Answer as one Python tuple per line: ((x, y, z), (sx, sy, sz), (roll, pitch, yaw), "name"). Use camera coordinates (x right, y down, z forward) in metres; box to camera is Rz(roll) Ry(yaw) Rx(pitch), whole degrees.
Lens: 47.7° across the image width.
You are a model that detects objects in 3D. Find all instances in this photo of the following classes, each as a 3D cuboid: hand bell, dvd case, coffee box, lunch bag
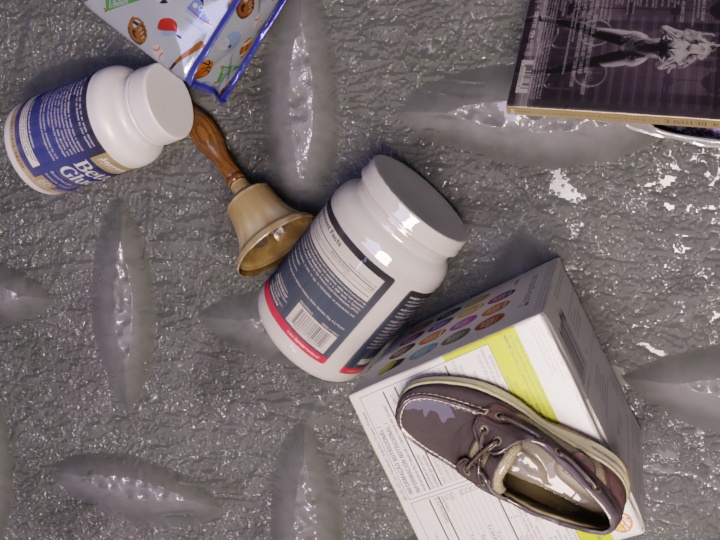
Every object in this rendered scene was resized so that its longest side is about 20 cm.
((-0.142, -0.104, 0.900), (0.104, 0.104, 0.202), (-41, 73, 23), "hand bell")
((0.238, -0.193, 0.716), (0.196, 0.016, 0.151), (7, 63, 19), "dvd case")
((0.137, 0.138, 0.776), (0.195, 0.199, 0.203), (-26, 94, 22), "coffee box")
((-0.166, -0.310, 0.833), (0.169, 0.124, 0.201), (38, 98, 8), "lunch bag")

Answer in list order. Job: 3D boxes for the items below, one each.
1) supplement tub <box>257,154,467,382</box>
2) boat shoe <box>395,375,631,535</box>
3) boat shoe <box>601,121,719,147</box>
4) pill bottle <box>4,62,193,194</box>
((0.000, 0.000, 0.827), (0.140, 0.140, 0.201), (43, 112, 6), "supplement tub")
((0.115, 0.145, 0.642), (0.197, 0.065, 0.073), (24, 110, 13), "boat shoe")
((0.265, -0.152, 0.736), (0.197, 0.068, 0.073), (26, 109, 13), "boat shoe")
((-0.287, -0.160, 0.906), (0.197, 0.111, 0.113), (-13, 98, 26), "pill bottle")
